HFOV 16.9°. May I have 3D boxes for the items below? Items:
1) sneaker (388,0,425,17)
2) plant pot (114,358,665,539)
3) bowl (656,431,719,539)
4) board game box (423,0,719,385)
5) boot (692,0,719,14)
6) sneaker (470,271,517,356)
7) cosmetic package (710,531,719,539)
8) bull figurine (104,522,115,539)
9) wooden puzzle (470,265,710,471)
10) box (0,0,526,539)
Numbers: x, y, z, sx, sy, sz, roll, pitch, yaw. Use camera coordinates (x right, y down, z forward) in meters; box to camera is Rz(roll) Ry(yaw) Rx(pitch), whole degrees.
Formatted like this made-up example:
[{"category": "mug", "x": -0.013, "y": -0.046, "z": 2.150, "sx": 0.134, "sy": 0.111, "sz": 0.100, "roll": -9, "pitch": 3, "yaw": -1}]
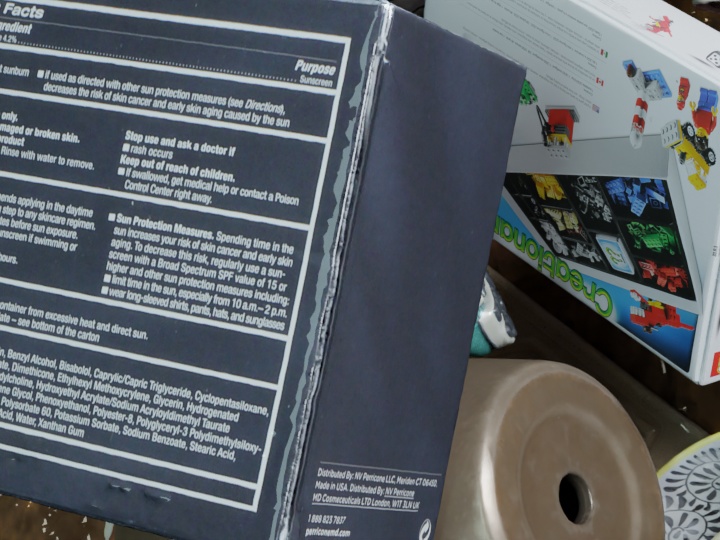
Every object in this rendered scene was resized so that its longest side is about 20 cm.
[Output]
[{"category": "sneaker", "x": -0.032, "y": -0.162, "z": 1.113, "sx": 0.079, "sy": 0.199, "sz": 0.130, "roll": -32, "pitch": 85, "yaw": 0}, {"category": "plant pot", "x": 0.026, "y": 0.114, "z": 1.008, "sx": 0.174, "sy": 0.200, "sz": 0.201, "roll": -19, "pitch": 78, "yaw": 42}, {"category": "bowl", "x": 0.202, "y": 0.161, "z": 1.003, "sx": 0.201, "sy": 0.094, "sz": 0.201, "roll": 0, "pitch": 90, "yaw": 43}, {"category": "board game box", "x": 0.093, "y": -0.056, "z": 0.992, "sx": 0.200, "sy": 0.035, "sz": 0.126, "roll": 38, "pitch": 133, "yaw": 44}, {"category": "boot", "x": 0.150, "y": -0.210, "z": 1.027, "sx": 0.073, "sy": 0.182, "sz": 0.200, "roll": -164, "pitch": 79, "yaw": -75}, {"category": "sneaker", "x": 0.000, "y": 0.000, "z": 1.088, "sx": 0.080, "sy": 0.078, "sz": 0.200, "roll": -41, "pitch": 34, "yaw": -13}, {"category": "cosmetic package", "x": 0.152, "y": 0.149, "z": 0.917, "sx": 0.200, "sy": 0.103, "sz": 0.073, "roll": -49, "pitch": 59, "yaw": 30}, {"category": "bull figurine", "x": -0.086, "y": 0.162, "z": 1.186, "sx": 0.121, "sy": 0.065, "sz": 0.200, "roll": -30, "pitch": 91, "yaw": 45}, {"category": "wooden puzzle", "x": 0.050, "y": 0.100, "z": 1.149, "sx": 0.200, "sy": 0.037, "sz": 0.185, "roll": 37, "pitch": 108, "yaw": 23}, {"category": "box", "x": -0.063, "y": -0.005, "z": 0.918, "sx": 0.200, "sy": 0.123, "sz": 0.199, "roll": 11, "pitch": 89, "yaw": 30}]
